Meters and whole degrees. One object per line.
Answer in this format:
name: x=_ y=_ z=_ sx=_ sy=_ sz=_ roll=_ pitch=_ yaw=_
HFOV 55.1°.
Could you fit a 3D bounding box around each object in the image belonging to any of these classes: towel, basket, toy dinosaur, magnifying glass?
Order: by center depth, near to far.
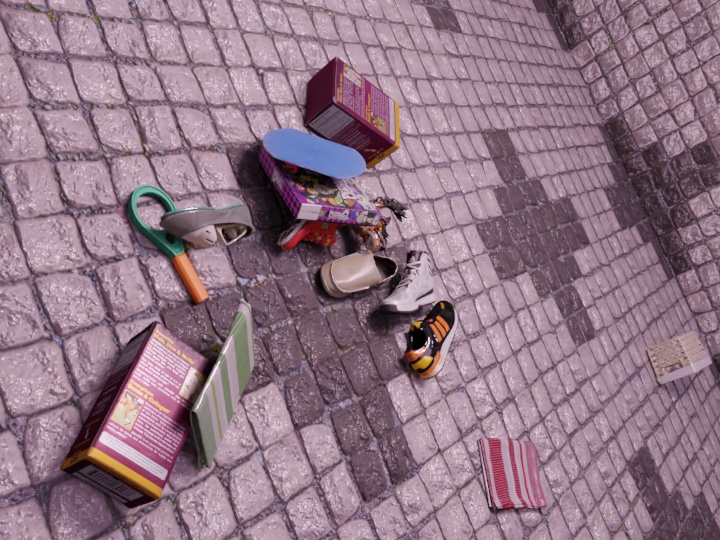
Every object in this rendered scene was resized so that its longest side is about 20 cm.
towel: x=-0.196 y=0.161 z=0.994 sx=0.023 sy=0.155 sz=0.203 roll=12 pitch=46 yaw=7
magnifying glass: x=-0.296 y=-0.042 z=1.080 sx=0.079 sy=0.022 sz=0.204 roll=-30 pitch=93 yaw=-51
toy dinosaur: x=0.019 y=-0.118 z=1.408 sx=0.133 sy=0.101 sz=0.206 roll=11 pitch=61 yaw=-38
towel: x=0.330 y=0.439 z=1.492 sx=0.197 sy=0.022 sz=0.148 roll=16 pitch=57 yaw=-41
basket: x=1.054 y=0.285 z=2.285 sx=0.197 sy=0.134 sz=0.127 roll=-5 pitch=69 yaw=-49

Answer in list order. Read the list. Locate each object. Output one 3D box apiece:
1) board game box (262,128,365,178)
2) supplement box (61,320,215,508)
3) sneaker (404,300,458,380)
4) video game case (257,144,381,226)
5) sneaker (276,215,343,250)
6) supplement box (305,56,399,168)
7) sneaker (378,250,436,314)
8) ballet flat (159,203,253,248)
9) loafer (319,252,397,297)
board game box: x=-0.088 y=-0.200 z=1.269 sx=0.194 sy=0.040 sz=0.159 roll=18 pitch=30 yaw=0
supplement box: x=-0.286 y=0.187 z=0.908 sx=0.110 sy=0.085 sz=0.203 roll=40 pitch=44 yaw=-25
sneaker: x=0.144 y=0.122 z=1.429 sx=0.090 sy=0.069 sz=0.203 roll=45 pitch=44 yaw=-24
video game case: x=-0.078 y=-0.158 z=1.286 sx=0.177 sy=0.036 sz=0.201 roll=3 pitch=37 yaw=-36
sneaker: x=-0.080 y=-0.079 z=1.298 sx=0.086 sy=0.076 sz=0.200 roll=60 pitch=39 yaw=-9
supplement box: x=-0.014 y=-0.337 z=1.493 sx=0.197 sy=0.102 sz=0.134 roll=28 pitch=50 yaw=-35
sneaker: x=0.090 y=0.021 z=1.401 sx=0.199 sy=0.074 sz=0.119 roll=-16 pitch=102 yaw=-59
ballet flat: x=-0.237 y=-0.069 z=1.106 sx=0.199 sy=0.066 sz=0.065 roll=-17 pitch=84 yaw=-62
loafer: x=0.000 y=0.000 z=1.343 sx=0.197 sy=0.068 sz=0.078 roll=-13 pitch=78 yaw=-50
